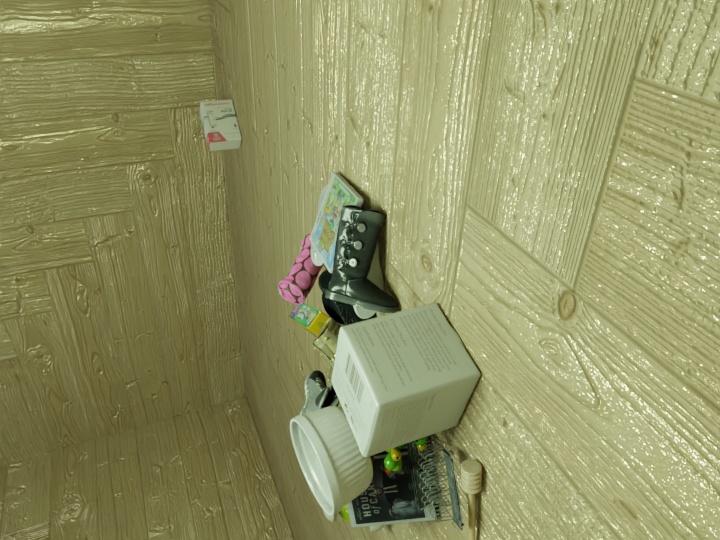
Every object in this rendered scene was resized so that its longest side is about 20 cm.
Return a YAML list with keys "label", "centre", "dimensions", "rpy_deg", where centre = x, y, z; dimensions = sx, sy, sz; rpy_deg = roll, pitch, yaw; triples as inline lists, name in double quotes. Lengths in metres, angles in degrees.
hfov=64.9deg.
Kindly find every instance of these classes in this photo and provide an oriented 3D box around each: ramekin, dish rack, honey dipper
- label: "ramekin"
  centre: [-0.057, 0.375, 1.152]
  dimensions: [0.200, 0.103, 0.203]
  rpy_deg: [47, 148, 41]
- label: "dish rack"
  centre: [0.144, 0.404, 1.092]
  dimensions: [0.200, 0.053, 0.157]
  rpy_deg: [166, 94, -81]
- label: "honey dipper"
  centre: [0.200, 0.434, 1.020]
  dimensions: [0.038, 0.037, 0.205]
  rpy_deg: [-143, 44, -60]

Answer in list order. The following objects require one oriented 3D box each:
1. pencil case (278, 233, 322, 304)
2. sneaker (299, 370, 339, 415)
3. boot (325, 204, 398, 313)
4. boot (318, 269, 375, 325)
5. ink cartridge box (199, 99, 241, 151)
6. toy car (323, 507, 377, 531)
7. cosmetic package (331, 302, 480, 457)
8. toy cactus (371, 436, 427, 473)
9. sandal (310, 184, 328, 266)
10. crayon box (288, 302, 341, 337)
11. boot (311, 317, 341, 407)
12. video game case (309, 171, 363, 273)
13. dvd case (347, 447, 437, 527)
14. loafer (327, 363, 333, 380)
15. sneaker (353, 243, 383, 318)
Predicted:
- label: "pencil case"
  centre: [-0.154, -0.006, 1.525]
  dimensions: [0.092, 0.092, 0.202]
  rpy_deg: [85, -157, -46]
- label: "sneaker"
  centre: [-0.087, 0.308, 1.428]
  dimensions: [0.115, 0.075, 0.202]
  rpy_deg: [-42, 22, 24]
- label: "boot"
  centre: [0.021, -0.024, 1.194]
  dimensions: [0.066, 0.161, 0.205]
  rpy_deg: [-35, -42, -86]
- label: "boot"
  centre: [-0.031, 0.101, 1.416]
  dimensions: [0.201, 0.076, 0.169]
  rpy_deg: [48, 168, 17]
- label: "ink cartridge box"
  centre: [-0.614, -0.637, 2.478]
  dimensions: [0.083, 0.143, 0.204]
  rpy_deg: [134, 122, -64]
- label: "toy car"
  centre: [-0.005, 0.584, 1.512]
  dimensions: [0.151, 0.171, 0.204]
  rpy_deg: [-70, -14, -55]
- label: "cosmetic package"
  centre: [0.072, 0.190, 1.000]
  dimensions: [0.169, 0.196, 0.169]
  rpy_deg: [100, 150, -44]
- label: "toy cactus"
  centre: [0.076, 0.312, 1.121]
  dimensions: [0.101, 0.167, 0.201]
  rpy_deg: [32, 146, -1]
- label: "sandal"
  centre: [-0.076, -0.113, 1.455]
  dimensions: [0.078, 0.058, 0.212]
  rpy_deg: [9, 89, 51]
- label: "crayon box"
  centre: [-0.083, 0.159, 1.455]
  dimensions: [0.171, 0.059, 0.199]
  rpy_deg: [37, 171, -19]
- label: "boot"
  centre: [-0.049, 0.214, 1.278]
  dimensions: [0.072, 0.155, 0.202]
  rpy_deg: [-35, 20, 38]
- label: "video game case"
  centre: [-0.062, -0.117, 1.334]
  dimensions: [0.185, 0.022, 0.200]
  rpy_deg: [-69, 27, 18]
- label: "dvd case"
  centre: [0.058, 0.469, 1.224]
  dimensions: [0.025, 0.195, 0.154]
  rpy_deg: [-10, -93, -74]
- label: "loafer"
  centre: [-0.046, 0.267, 1.478]
  dimensions: [0.075, 0.068, 0.200]
  rpy_deg: [29, 170, 7]
- label: "sneaker"
  centre: [0.000, 0.000, 1.290]
  dimensions: [0.115, 0.072, 0.206]
  rpy_deg: [-164, 74, -69]
